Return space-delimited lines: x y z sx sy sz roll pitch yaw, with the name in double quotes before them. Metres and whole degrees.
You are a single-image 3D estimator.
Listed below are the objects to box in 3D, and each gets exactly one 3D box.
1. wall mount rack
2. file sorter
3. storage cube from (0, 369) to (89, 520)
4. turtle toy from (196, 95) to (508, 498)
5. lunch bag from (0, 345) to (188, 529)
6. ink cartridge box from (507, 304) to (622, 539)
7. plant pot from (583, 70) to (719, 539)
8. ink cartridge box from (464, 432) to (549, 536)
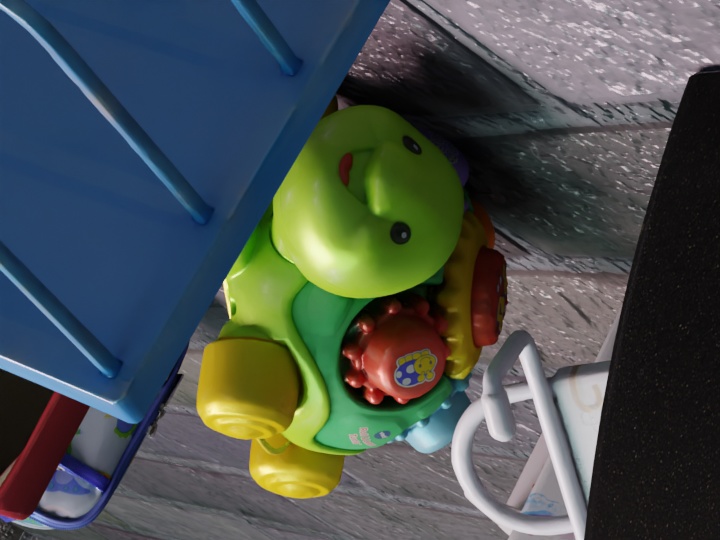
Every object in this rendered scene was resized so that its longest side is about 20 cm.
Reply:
"wall mount rack" 0.126 0.098 1.044 0.200 0.075 0.174 -10 109 23
"file sorter" -0.084 -0.091 0.735 0.139 0.200 0.123 19 162 33
"storage cube" -0.187 -0.004 1.291 0.171 0.200 0.180 27 173 2
"turtle toy" 0.000 0.000 1.080 0.101 0.146 0.200 3 160 14
"lunch bag" -0.201 0.041 1.551 0.200 0.161 0.082 32 167 -12
"ink cartridge box" 0.135 0.131 1.123 0.146 0.200 0.083 22 168 28
"plant pot" 0.179 0.065 0.834 0.200 0.177 0.199 36 165 -24
"ink cartridge box" 0.149 0.133 1.387 0.116 0.067 0.200 18 164 39
